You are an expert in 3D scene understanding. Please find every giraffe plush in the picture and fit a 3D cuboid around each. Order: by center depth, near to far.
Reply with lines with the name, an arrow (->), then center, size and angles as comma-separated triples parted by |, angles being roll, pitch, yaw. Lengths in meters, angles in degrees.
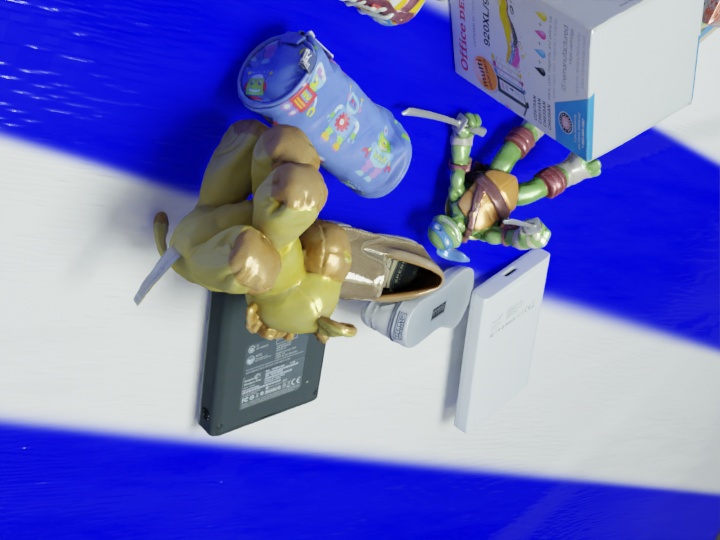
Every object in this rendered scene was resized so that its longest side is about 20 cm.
giraffe plush -> -0.072, -0.008, 1.142 | 0.200, 0.173, 0.162 | -43, 126, 18

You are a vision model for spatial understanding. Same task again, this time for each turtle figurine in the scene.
turtle figurine -> 0.158, -0.100, 1.358 | 0.193, 0.144, 0.201 | -36, 143, -24

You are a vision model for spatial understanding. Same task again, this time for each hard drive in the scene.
hard drive -> -0.090, 0.060, 1.321 | 0.139, 0.033, 0.202 | -17, 130, -36
hard drive -> 0.168, 0.084, 1.589 | 0.132, 0.027, 0.202 | -32, 138, -40

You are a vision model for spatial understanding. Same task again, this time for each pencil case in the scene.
pencil case -> -0.027, -0.141, 1.191 | 0.087, 0.078, 0.200 | -58, 142, -3

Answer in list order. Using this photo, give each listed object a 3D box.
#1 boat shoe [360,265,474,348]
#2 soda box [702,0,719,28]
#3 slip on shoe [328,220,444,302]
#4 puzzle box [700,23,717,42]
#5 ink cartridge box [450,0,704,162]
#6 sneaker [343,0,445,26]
boat shoe -> 0.064, 0.028, 1.426 | 0.200, 0.065, 0.074 | -15, 121, -64
soda box -> 0.291, -0.299, 1.286 | 0.068, 0.200, 0.064 | 1, 120, -46
slip on shoe -> 0.000, 0.000, 1.288 | 0.199, 0.060, 0.077 | 6, 111, -46
puzzle box -> 0.342, -0.268, 1.423 | 0.200, 0.026, 0.132 | -42, 157, 31
ink cartridge box -> 0.198, -0.232, 1.247 | 0.144, 0.200, 0.148 | -29, 137, -22
sneaker -> 0.008, -0.247, 1.145 | 0.199, 0.075, 0.091 | -23, 128, -30
